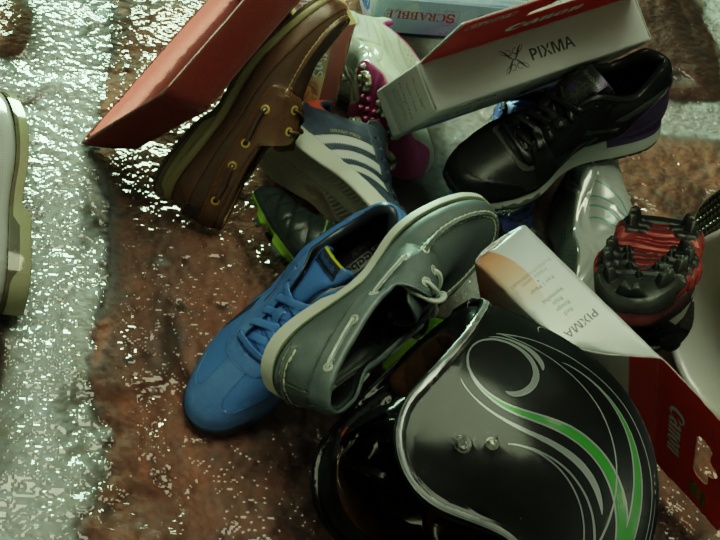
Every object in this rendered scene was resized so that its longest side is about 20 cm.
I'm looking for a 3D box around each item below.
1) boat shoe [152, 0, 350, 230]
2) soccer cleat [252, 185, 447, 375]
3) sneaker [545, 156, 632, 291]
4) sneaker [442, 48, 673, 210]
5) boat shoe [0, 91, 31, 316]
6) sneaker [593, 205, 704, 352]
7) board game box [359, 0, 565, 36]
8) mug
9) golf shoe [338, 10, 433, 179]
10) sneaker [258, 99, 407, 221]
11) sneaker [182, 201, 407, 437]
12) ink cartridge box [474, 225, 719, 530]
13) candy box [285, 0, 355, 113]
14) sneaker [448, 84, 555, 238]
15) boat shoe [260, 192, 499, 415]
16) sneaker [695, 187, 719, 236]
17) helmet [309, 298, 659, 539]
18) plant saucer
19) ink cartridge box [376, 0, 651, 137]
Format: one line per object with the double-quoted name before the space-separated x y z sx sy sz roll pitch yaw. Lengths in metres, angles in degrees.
"boat shoe" -0.070 -0.118 1.133 0.067 0.200 0.072 41 6 4
"soccer cleat" 0.000 0.000 1.088 0.081 0.068 0.200 -43 68 -2
"sneaker" 0.193 -0.025 1.196 0.080 0.071 0.201 20 48 -11
"sneaker" 0.151 -0.119 1.155 0.199 0.088 0.076 -25 61 -21
"boat shoe" -0.272 -0.057 1.064 0.068 0.075 0.201 5 45 -21
"sneaker" 0.198 0.019 1.040 0.070 0.099 0.200 9 14 14
"board game box" 0.088 -0.298 1.450 0.198 0.041 0.200 3 45 -15
"mug" 0.340 0.052 1.123 0.152 0.149 0.188 -9 75 -37
"golf shoe" 0.025 -0.155 1.264 0.091 0.076 0.201 -7 50 -29
"sneaker" 0.004 -0.070 1.166 0.084 0.075 0.200 -25 57 -31
"sneaker" -0.045 0.026 1.006 0.200 0.079 0.066 -42 71 -12
"ink cartridge box" 0.158 0.085 0.997 0.050 0.163 0.200 -34 60 -11
"candy box" -0.068 -0.222 1.267 0.055 0.116 0.201 -5 47 -21
"sneaker" 0.123 -0.100 1.233 0.075 0.079 0.201 18 43 1
"boat shoe" 0.028 0.024 0.970 0.200 0.073 0.062 -38 40 -23
"sneaker" 0.341 -0.058 1.183 0.075 0.200 0.071 -1 79 -19
"helmet" 0.084 0.136 0.902 0.191 0.200 0.200 46 46 -4
"plant saucer" -0.110 -0.171 1.133 0.037 0.199 0.200 44 68 -16
"ink cartridge box" 0.132 -0.167 1.136 0.199 0.176 0.045 -21 89 -21
